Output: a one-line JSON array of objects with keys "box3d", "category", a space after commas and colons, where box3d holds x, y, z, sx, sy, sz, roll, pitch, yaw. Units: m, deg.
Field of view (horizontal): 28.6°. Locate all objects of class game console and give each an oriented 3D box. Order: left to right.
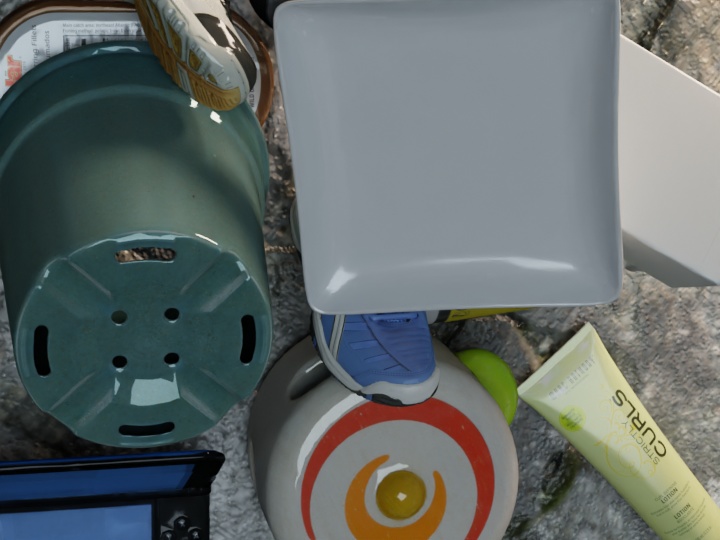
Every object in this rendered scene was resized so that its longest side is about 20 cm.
[{"box3d": [-0.196, 0.192, 0.969, 0.197, 0.118, 0.173, -1, 103, -12], "category": "game console"}]

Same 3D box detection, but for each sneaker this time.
[{"box3d": [-0.105, -0.185, 0.875, 0.087, 0.201, 0.076, -27, 149, -17], "category": "sneaker"}, {"box3d": [0.000, 0.000, 0.928, 0.075, 0.202, 0.078, -10, 144, -21], "category": "sneaker"}]

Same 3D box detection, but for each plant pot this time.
[{"box3d": [-0.138, -0.010, 0.867, 0.197, 0.197, 0.203, -7, 122, -11], "category": "plant pot"}]

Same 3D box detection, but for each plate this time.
[{"box3d": [0.056, -0.071, 0.842, 0.196, 0.032, 0.203, -3, 116, 7], "category": "plate"}]

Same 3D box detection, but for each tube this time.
[{"box3d": [0.206, 0.139, 1.091, 0.201, 0.052, 0.058, 50, 48, -14], "category": "tube"}]

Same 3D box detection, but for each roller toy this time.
[{"box3d": [0.014, 0.139, 0.994, 0.180, 0.140, 0.202, 21, 98, -17], "category": "roller toy"}]

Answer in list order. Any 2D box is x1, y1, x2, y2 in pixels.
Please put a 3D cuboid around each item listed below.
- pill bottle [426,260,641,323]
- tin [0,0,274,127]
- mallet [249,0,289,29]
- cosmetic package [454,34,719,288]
[{"box3d": [0.122, -0.030, 0.996, 0.197, 0.111, 0.113, -9, 105, -12], "category": "pill bottle"}, {"box3d": [-0.155, -0.127, 0.947, 0.197, 0.042, 0.114, -3, 99, -13], "category": "tin"}, {"box3d": [-0.065, -0.245, 0.894, 0.041, 0.066, 0.202, -19, 128, -10], "category": "mallet"}, {"box3d": [0.159, -0.083, 0.909, 0.198, 0.081, 0.114, 27, 84, -6], "category": "cosmetic package"}]
